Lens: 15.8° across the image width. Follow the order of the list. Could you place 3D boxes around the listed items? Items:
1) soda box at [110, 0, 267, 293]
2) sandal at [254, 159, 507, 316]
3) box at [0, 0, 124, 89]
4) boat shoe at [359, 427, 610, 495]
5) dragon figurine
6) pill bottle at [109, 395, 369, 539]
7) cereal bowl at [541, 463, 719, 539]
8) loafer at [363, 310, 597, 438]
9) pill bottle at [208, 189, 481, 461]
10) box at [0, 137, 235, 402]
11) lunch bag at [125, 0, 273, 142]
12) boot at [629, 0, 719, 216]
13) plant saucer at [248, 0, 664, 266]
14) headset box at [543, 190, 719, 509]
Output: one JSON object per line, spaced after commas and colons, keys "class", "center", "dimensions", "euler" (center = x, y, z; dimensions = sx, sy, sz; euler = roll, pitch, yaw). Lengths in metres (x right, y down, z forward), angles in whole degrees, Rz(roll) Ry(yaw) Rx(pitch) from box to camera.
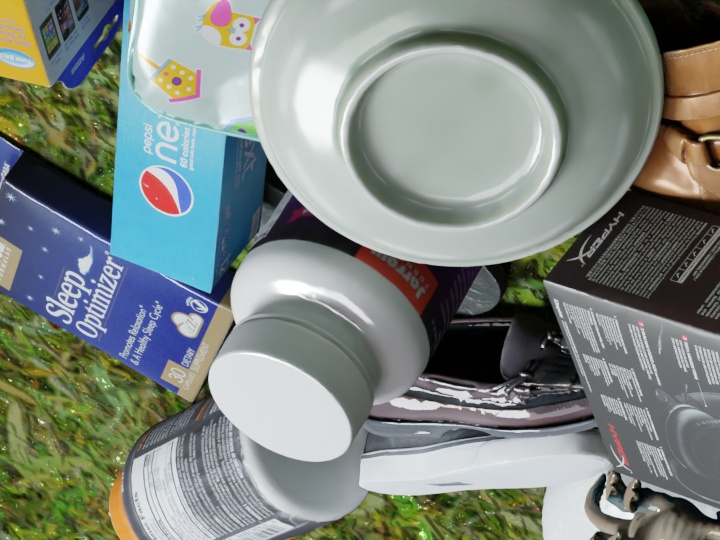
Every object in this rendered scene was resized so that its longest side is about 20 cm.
{"class": "soda box", "center": [-0.090, -0.089, 1.419], "dimensions": [0.068, 0.064, 0.200], "euler": [21, 133, 14]}
{"class": "sandal", "center": [-0.013, -0.010, 1.498], "dimensions": [0.200, 0.048, 0.075], "euler": [20, 144, 15]}
{"class": "box", "center": [-0.162, -0.190, 1.328], "dimensions": [0.041, 0.119, 0.200], "euler": [16, 141, 21]}
{"class": "boat shoe", "center": [0.072, 0.094, 1.545], "dimensions": [0.072, 0.068, 0.200], "euler": [12, 166, -34]}
{"class": "dragon figurine", "center": [0.177, 0.149, 1.405], "dimensions": [0.099, 0.059, 0.200], "euler": [20, 173, -6]}
{"class": "pill bottle", "center": [-0.085, 0.133, 1.677], "dimensions": [0.106, 0.106, 0.200], "euler": [42, 144, -16]}
{"class": "cereal bowl", "center": [0.196, 0.179, 1.548], "dimensions": [0.200, 0.083, 0.200], "euler": [21, 144, 16]}
{"class": "loafer", "center": [0.079, 0.054, 1.477], "dimensions": [0.200, 0.072, 0.063], "euler": [-7, 125, 27]}
{"class": "pill bottle", "center": [0.000, 0.000, 1.370], "dimensions": [0.111, 0.200, 0.111], "euler": [19, 143, 15]}
{"class": "box", "center": [-0.173, -0.002, 1.641], "dimensions": [0.200, 0.032, 0.121], "euler": [31, 145, 2]}
{"class": "lunch bag", "center": [-0.027, -0.153, 1.258], "dimensions": [0.160, 0.077, 0.200], "euler": [10, 125, -2]}
{"class": "boot", "center": [0.212, -0.064, 1.262], "dimensions": [0.200, 0.077, 0.155], "euler": [10, 136, 38]}
{"class": "plant saucer", "center": [0.044, -0.074, 1.230], "dimensions": [0.200, 0.050, 0.200], "euler": [2, 126, 3]}
{"class": "headset box", "center": [0.205, 0.056, 1.272], "dimensions": [0.200, 0.077, 0.149], "euler": [16, 145, 38]}
